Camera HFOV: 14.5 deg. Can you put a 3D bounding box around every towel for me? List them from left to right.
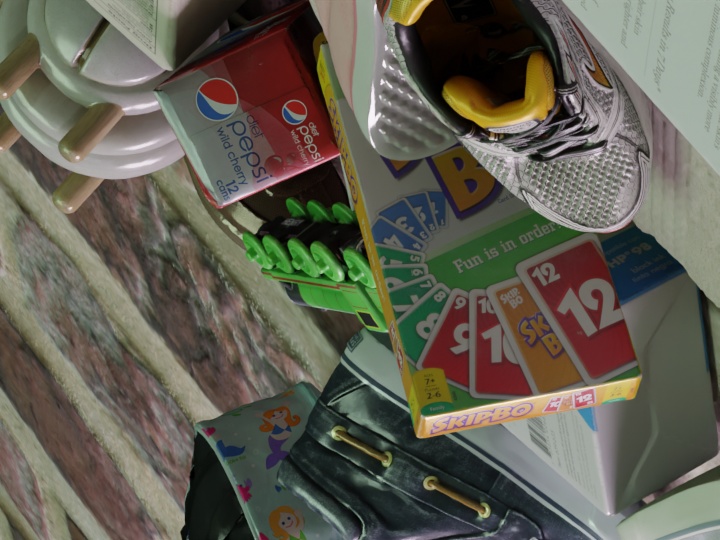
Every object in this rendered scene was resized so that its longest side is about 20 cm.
[{"bbox_3d":[0.128,-0.077,1.109,0.133,0.034,0.200,49,158,36],"label":"towel"}]

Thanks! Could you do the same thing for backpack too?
[{"bbox_3d":[-0.027,0.156,1.620,0.200,0.150,0.178,89,158,-69],"label":"backpack"}]

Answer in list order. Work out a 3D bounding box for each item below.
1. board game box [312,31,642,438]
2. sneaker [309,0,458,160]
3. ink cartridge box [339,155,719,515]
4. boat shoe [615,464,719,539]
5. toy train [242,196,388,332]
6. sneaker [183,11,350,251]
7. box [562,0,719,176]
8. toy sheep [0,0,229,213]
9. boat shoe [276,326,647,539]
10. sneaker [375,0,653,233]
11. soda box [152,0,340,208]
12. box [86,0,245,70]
[{"bbox_3d":[0.046,-0.030,1.197,0.030,0.095,0.200,98,159,-59],"label":"board game box"},{"bbox_3d":[0.018,-0.148,1.105,0.201,0.075,0.105,101,154,-46],"label":"sneaker"},{"bbox_3d":[0.075,0.008,1.302,0.200,0.067,0.116,41,152,46],"label":"ink cartridge box"},{"bbox_3d":[0.172,0.115,1.198,0.072,0.070,0.201,64,158,3],"label":"boat shoe"},{"bbox_3d":[0.000,0.000,1.325,0.056,0.042,0.200,56,163,-16],"label":"toy train"},{"bbox_3d":[-0.065,-0.085,1.531,0.200,0.070,0.076,52,153,22],"label":"sneaker"},{"bbox_3d":[0.144,-0.119,0.899,0.200,0.106,0.152,52,158,28],"label":"box"},{"bbox_3d":[-0.128,-0.110,1.448,0.138,0.138,0.200,60,164,5],"label":"toy sheep"},{"bbox_3d":[0.060,0.117,1.359,0.200,0.091,0.071,34,-171,5],"label":"boat shoe"},{"bbox_3d":[0.053,-0.070,1.052,0.200,0.078,0.082,48,-154,-45],"label":"sneaker"},{"bbox_3d":[-0.037,-0.086,1.329,0.064,0.070,0.200,65,-169,-9],"label":"soda box"},{"bbox_3d":[-0.086,-0.177,1.212,0.095,0.078,0.200,42,162,8],"label":"box"}]
